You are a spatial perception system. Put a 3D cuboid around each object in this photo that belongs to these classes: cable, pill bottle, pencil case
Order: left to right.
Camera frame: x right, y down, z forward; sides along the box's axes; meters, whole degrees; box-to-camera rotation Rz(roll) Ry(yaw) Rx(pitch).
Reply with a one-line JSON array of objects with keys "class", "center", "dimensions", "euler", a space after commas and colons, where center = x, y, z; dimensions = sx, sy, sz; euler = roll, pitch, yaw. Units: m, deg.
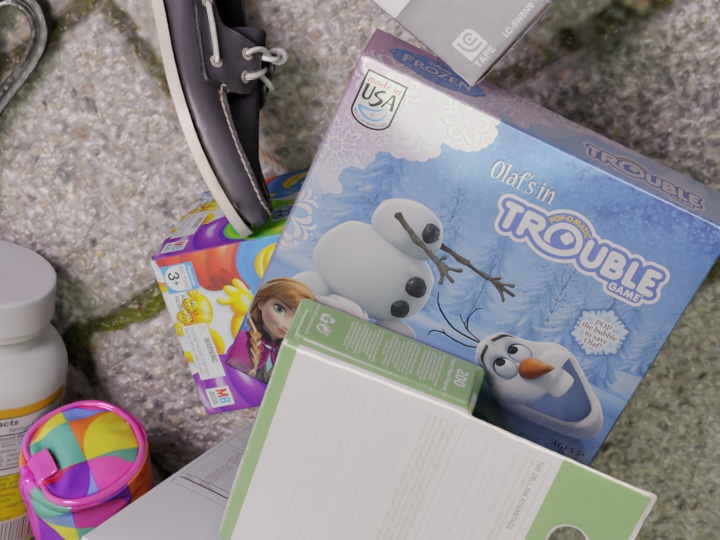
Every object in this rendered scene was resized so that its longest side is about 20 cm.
[{"class": "cable", "center": [-0.241, -0.078, 0.972], "dimensions": [0.097, 0.050, 0.200], "euler": [42, 117, -12]}, {"class": "pill bottle", "center": [-0.245, 0.086, 1.014], "dimensions": [0.112, 0.113, 0.201], "euler": [16, 117, 5]}, {"class": "pencil case", "center": [-0.166, 0.174, 1.021], "dimensions": [0.088, 0.089, 0.201], "euler": [9, 133, 9]}]

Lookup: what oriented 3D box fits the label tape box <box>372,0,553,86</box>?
[{"class": "label tape box", "center": [0.012, -0.199, 0.807], "dimensions": [0.200, 0.144, 0.063], "euler": [40, 118, -6]}]

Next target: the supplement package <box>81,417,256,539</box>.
[{"class": "supplement package", "center": [-0.073, 0.225, 0.945], "dimensions": [0.147, 0.200, 0.192], "euler": [26, 112, 17]}]

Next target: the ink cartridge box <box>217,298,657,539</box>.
[{"class": "ink cartridge box", "center": [0.037, 0.116, 0.841], "dimensions": [0.199, 0.048, 0.146], "euler": [21, 124, 2]}]

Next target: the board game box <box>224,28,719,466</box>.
[{"class": "board game box", "center": [0.056, 0.008, 0.830], "dimensions": [0.199, 0.043, 0.199], "euler": [25, 119, -1]}]

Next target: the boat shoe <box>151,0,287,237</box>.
[{"class": "boat shoe", "center": [-0.074, -0.119, 0.876], "dimensions": [0.062, 0.073, 0.201], "euler": [-18, 81, 4]}]

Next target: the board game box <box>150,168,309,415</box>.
[{"class": "board game box", "center": [0.000, 0.000, 0.923], "dimensions": [0.199, 0.103, 0.105], "euler": [-12, 111, 18]}]
